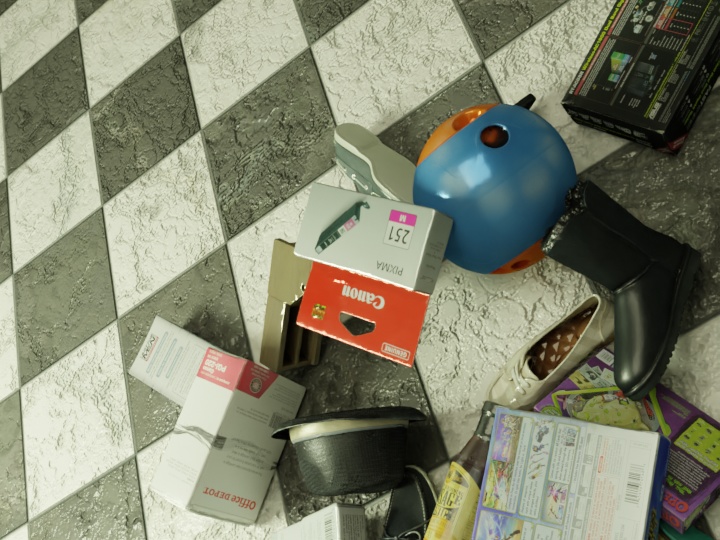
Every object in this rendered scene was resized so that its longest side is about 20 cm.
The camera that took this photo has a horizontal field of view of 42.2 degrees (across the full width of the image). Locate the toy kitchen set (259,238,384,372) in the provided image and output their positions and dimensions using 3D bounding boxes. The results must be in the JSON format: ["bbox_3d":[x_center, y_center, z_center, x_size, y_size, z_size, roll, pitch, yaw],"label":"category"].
[{"bbox_3d":[-0.003,0.060,1.247,0.198,0.161,0.184,23,111,40],"label":"toy kitchen set"}]

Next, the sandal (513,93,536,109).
[{"bbox_3d":[0.149,-0.171,1.241,0.200,0.075,0.048,-43,81,13],"label":"sandal"}]

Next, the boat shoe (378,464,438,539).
[{"bbox_3d":[0.053,0.329,1.097,0.073,0.062,0.204,-11,62,33],"label":"boat shoe"}]

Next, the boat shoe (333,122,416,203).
[{"bbox_3d":[0.027,-0.135,1.342,0.200,0.072,0.063,47,142,33],"label":"boat shoe"}]

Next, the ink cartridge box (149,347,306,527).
[{"bbox_3d":[-0.174,0.225,1.251,0.084,0.145,0.203,12,76,36],"label":"ink cartridge box"}]

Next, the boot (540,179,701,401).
[{"bbox_3d":[0.264,0.017,1.007,0.166,0.077,0.202,29,67,-3],"label":"boot"}]

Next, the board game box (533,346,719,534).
[{"bbox_3d":[0.294,0.171,0.982,0.119,0.033,0.199,-31,45,-24],"label":"board game box"}]

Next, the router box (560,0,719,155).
[{"bbox_3d":[0.360,-0.258,1.143,0.149,0.062,0.202,28,87,39],"label":"router box"}]

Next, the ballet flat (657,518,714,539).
[{"bbox_3d":[0.297,0.270,0.953,0.199,0.070,0.071,38,93,40],"label":"ballet flat"}]

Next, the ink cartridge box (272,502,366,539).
[{"bbox_3d":[-0.050,0.405,1.136,0.173,0.043,0.204,-39,48,50],"label":"ink cartridge box"}]

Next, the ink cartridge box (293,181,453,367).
[{"bbox_3d":[0.000,0.000,1.097,0.198,0.043,0.177,16,90,40],"label":"ink cartridge box"}]

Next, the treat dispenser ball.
[{"bbox_3d":[0.161,-0.097,1.122,0.198,0.200,0.205,-15,61,29],"label":"treat dispenser ball"}]

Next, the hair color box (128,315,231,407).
[{"bbox_3d":[-0.252,0.151,1.397,0.198,0.060,0.100,21,82,39],"label":"hair color box"}]

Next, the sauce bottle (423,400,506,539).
[{"bbox_3d":[0.125,0.249,1.058,0.065,0.066,0.203,12,76,38],"label":"sauce bottle"}]

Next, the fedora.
[{"bbox_3d":[-0.012,0.223,1.124,0.197,0.199,0.094,-15,72,29],"label":"fedora"}]

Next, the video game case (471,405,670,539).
[{"bbox_3d":[0.204,0.251,0.934,0.179,0.045,0.204,4,75,37],"label":"video game case"}]

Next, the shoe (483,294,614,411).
[{"bbox_3d":[0.216,0.099,1.088,0.199,0.053,0.070,-42,51,13],"label":"shoe"}]
